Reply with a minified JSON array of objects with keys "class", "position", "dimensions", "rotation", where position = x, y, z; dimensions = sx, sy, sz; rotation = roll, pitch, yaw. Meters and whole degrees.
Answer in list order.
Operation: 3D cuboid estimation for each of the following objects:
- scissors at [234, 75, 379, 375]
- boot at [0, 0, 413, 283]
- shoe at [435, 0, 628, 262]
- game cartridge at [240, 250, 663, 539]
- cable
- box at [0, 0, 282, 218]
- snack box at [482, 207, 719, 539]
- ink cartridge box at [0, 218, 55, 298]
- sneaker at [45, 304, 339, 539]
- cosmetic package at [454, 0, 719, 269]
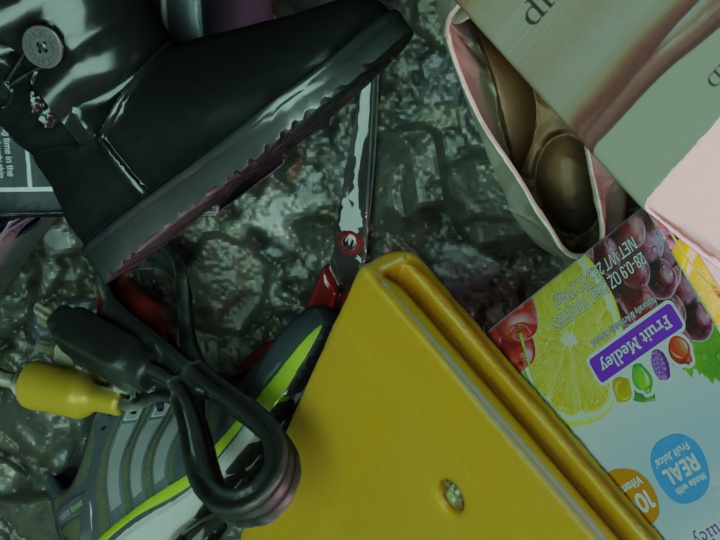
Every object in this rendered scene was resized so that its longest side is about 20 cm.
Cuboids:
[{"class":"scissors","position":[0.000,0.000,1.021],"dimensions":[0.073,0.014,0.201],"rotation":[25,107,8]},{"class":"boot","position":[-0.099,-0.120,0.860],"dimensions":[0.165,0.066,0.200],"rotation":[-36,89,16]},{"class":"shoe","position":[0.074,-0.097,0.955],"dimensions":[0.070,0.053,0.201],"rotation":[-15,100,16]},{"class":"game cartridge","position":[0.033,0.118,0.931],"dimensions":[0.176,0.032,0.200],"rotation":[50,142,22]},{"class":"cable","position":[-0.080,0.050,0.980],"dimensions":[0.200,0.097,0.050],"rotation":[29,157,39]},{"class":"box","position":[-0.145,-0.129,0.960],"dimensions":[0.197,0.123,0.201],"rotation":[0,103,14]},{"class":"snack box","position":[0.136,0.085,0.865],"dimensions":[0.200,0.068,0.169],"rotation":[59,144,10]},{"class":"ink cartridge box","position":[-0.209,0.031,1.030],"dimensions":[0.039,0.099,0.200],"rotation":[39,108,2]},{"class":"sneaker","position":[-0.081,0.077,1.021],"dimensions":[0.200,0.074,0.081],"rotation":[-44,71,25]},{"class":"cosmetic package","position":[0.097,-0.105,0.792],"dimensions":[0.103,0.087,0.200],"rotation":[-48,53,11]}]
